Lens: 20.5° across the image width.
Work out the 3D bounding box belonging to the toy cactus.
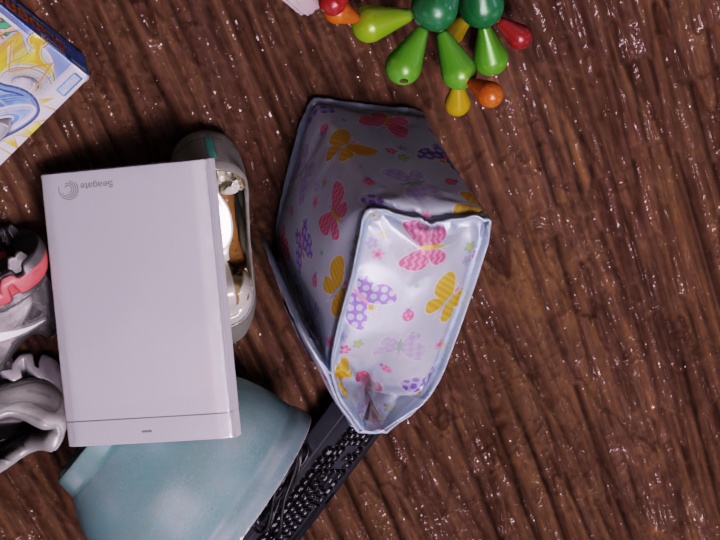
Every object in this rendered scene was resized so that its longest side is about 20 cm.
[{"bbox_3d":[0.066,-0.206,1.414,0.199,0.102,0.166,26,94,-41],"label":"toy cactus"}]

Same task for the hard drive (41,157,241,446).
[{"bbox_3d":[-0.160,0.024,1.452,0.131,0.027,0.202,-4,93,17],"label":"hard drive"}]

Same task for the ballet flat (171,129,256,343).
[{"bbox_3d":[-0.112,-0.010,1.514,0.067,0.064,0.201,-10,126,-10],"label":"ballet flat"}]

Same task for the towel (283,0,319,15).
[{"bbox_3d":[-0.031,-0.297,1.363,0.200,0.032,0.191,-43,125,14],"label":"towel"}]

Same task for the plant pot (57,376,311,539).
[{"bbox_3d":[-0.149,0.154,1.551,0.134,0.200,0.201,38,108,-7],"label":"plant pot"}]

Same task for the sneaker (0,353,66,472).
[{"bbox_3d":[-0.318,0.128,1.533,0.198,0.081,0.076,-19,129,-3],"label":"sneaker"}]

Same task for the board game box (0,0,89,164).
[{"bbox_3d":[-0.307,-0.115,1.397,0.200,0.035,0.135,-43,125,14],"label":"board game box"}]

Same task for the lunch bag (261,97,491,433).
[{"bbox_3d":[0.000,0.000,1.490,0.126,0.170,0.201,2,123,-21],"label":"lunch bag"}]

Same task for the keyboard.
[{"bbox_3d":[-0.051,0.196,1.673,0.104,0.040,0.201,11,121,-47],"label":"keyboard"}]

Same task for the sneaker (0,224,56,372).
[{"bbox_3d":[-0.312,0.048,1.484,0.199,0.071,0.098,-25,125,-2],"label":"sneaker"}]
